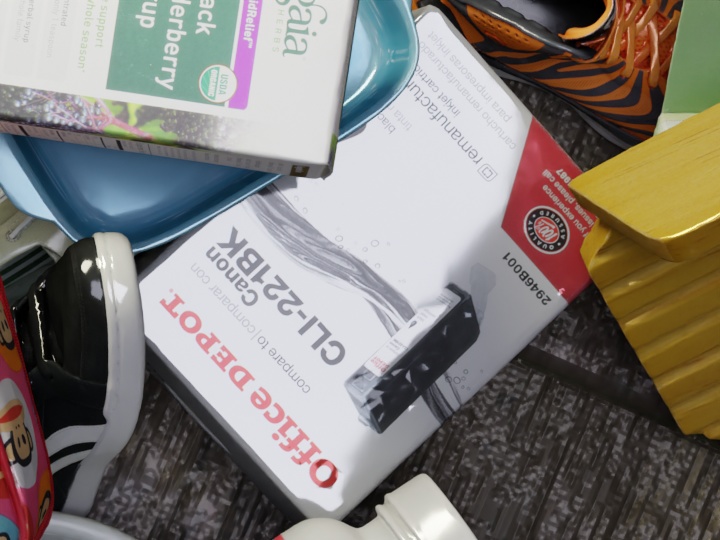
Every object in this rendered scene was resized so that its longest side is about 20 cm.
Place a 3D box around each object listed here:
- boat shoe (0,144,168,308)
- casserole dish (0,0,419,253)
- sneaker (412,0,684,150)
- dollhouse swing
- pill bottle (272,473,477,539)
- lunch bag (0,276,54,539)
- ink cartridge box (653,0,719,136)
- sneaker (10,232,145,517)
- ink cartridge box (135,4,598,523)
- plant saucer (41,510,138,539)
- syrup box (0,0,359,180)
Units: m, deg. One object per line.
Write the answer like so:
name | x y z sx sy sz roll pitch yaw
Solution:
boat shoe | -0.128 -0.017 1.294 0.200 0.072 0.062 -33 48 7
casserole dish | -0.069 -0.088 1.251 0.200 0.039 0.121 -31 87 -6
sneaker | 0.120 -0.102 1.323 0.200 0.112 0.078 16 86 -6
dollhouse swing | 0.219 0.042 1.243 0.182 0.176 0.200 -27 131 7
pill bottle | -0.032 0.176 1.237 0.200 0.109 0.109 -34 92 -4
lunch bag | -0.235 0.056 1.165 0.200 0.082 0.176 -13 97 7
ink cartridge box | 0.206 -0.059 1.305 0.145 0.048 0.200 0 132 -9
sneaker | -0.159 0.055 1.236 0.112 0.200 0.073 -2 58 -17
ink cartridge box | 0.000 0.000 1.315 0.200 0.084 0.144 -43 97 -6
plant saucer | -0.154 0.202 1.299 0.200 0.050 0.200 -1 96 -10
syrup box | -0.104 -0.092 1.190 0.200 0.081 0.079 8 87 -1
